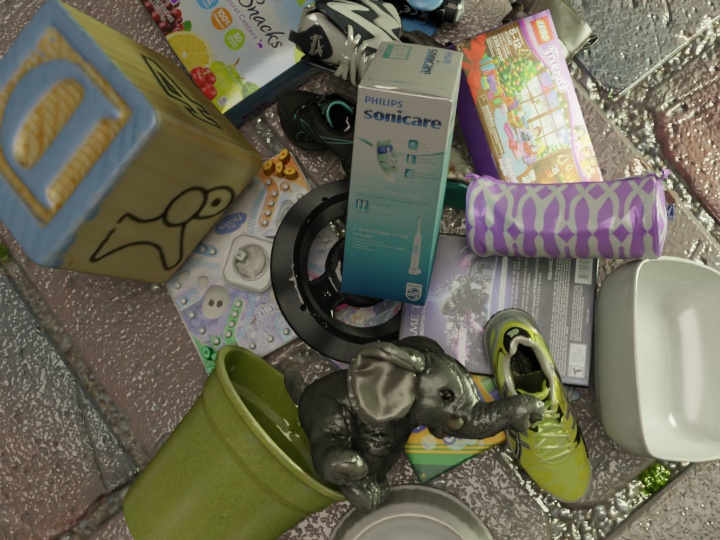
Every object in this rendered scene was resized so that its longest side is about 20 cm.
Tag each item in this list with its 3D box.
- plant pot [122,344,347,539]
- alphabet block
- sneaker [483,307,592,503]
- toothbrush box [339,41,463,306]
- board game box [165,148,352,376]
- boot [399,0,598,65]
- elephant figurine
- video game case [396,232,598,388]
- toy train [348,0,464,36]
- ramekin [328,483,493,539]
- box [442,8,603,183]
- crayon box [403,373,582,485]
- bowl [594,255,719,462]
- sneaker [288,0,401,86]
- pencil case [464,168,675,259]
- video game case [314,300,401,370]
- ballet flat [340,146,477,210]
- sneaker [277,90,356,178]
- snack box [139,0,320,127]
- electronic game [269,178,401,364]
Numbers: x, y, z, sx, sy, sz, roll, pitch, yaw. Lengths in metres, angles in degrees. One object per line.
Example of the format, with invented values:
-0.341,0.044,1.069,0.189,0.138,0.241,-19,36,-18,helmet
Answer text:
-0.133,0.211,0.923,0.184,0.200,0.201,-44,80,7,plant pot
-0.257,-0.122,0.938,0.195,0.200,0.197,-46,70,11,alphabet block
0.169,0.139,0.882,0.075,0.076,0.202,-24,96,7,sneaker
0.039,-0.093,0.847,0.084,0.147,0.202,10,120,5,toothbrush box
-0.124,-0.010,1.023,0.199,0.026,0.201,-29,75,-1,board game box
0.157,-0.261,1.033,0.199,0.069,0.175,33,81,-15,boot
0.045,0.120,0.870,0.155,0.142,0.200,41,106,-21,elephant figurine
0.142,0.038,0.941,0.198,0.019,0.145,6,79,6,video game case
0.032,-0.350,1.056,0.198,0.087,0.115,18,73,4,toy train
0.051,0.324,0.925,0.200,0.094,0.205,-1,80,3,ramekin
0.174,-0.162,0.975,0.136,0.039,0.202,-26,101,-27,box
0.123,0.123,0.961,0.199,0.052,0.127,-27,79,-2,crayon box
0.307,0.091,0.928,0.199,0.074,0.202,8,79,-39,bowl
-0.008,-0.219,0.950,0.128,0.080,0.201,1,53,-23,sneaker
0.200,-0.054,0.882,0.198,0.084,0.086,0,104,21,pencil case
0.067,0.089,1.006,0.199,0.018,0.144,36,84,9,video game case
0.076,-0.112,1.016,0.198,0.076,0.065,11,73,3,ballet flat
-0.030,-0.167,0.994,0.075,0.080,0.200,-42,46,-15,sneaker
-0.144,-0.293,1.064,0.168,0.068,0.201,-33,81,-3,snack box
0.000,0.000,0.972,0.198,0.042,0.202,4,77,-19,electronic game
